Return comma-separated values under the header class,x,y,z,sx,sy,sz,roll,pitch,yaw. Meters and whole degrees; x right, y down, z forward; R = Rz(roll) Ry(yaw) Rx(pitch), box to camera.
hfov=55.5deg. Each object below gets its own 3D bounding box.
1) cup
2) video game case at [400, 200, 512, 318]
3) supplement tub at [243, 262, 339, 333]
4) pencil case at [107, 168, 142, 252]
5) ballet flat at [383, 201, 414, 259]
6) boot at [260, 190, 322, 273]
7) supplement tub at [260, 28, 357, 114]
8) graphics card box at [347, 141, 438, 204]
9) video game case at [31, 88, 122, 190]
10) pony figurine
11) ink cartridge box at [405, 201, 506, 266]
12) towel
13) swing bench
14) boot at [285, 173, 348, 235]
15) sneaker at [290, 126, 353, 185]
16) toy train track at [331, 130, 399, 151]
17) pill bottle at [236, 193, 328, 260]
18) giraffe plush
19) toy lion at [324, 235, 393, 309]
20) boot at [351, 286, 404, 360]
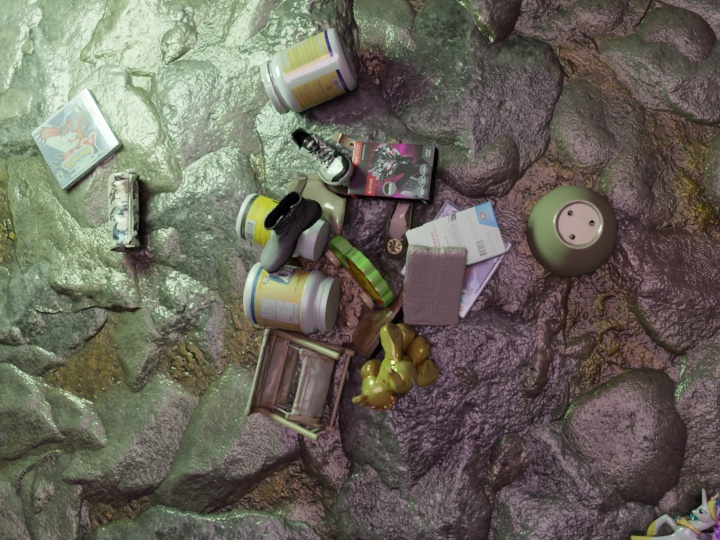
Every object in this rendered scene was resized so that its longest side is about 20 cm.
class,x,y,z,sx,sy,sz,roll,pitch,yaw
cup,0.457,-0.091,1.460,0.196,0.143,0.205,-1,87,12
video game case,0.216,-0.026,1.561,0.181,0.023,0.202,35,94,11
supplement tub,-0.157,0.064,1.582,0.196,0.145,0.148,8,89,12
pencil case,-0.590,-0.149,1.716,0.088,0.077,0.205,-4,86,37
ballet flat,0.095,-0.128,1.586,0.066,0.046,0.204,15,90,11
boot,-0.177,-0.086,1.479,0.070,0.131,0.201,39,100,19
supplement tub,-0.120,-0.460,1.598,0.196,0.145,0.148,-19,84,10
graphics card box,0.074,-0.221,1.551,0.196,0.051,0.128,7,84,17
video game case,-0.743,-0.343,1.787,0.198,0.023,0.184,-35,81,9
pony figurine,0.688,0.569,1.390,0.199,0.166,0.195,-40,72,23
ink cartridge box,0.211,-0.062,1.510,0.196,0.068,0.118,-18,86,11
towel,0.159,0.033,1.482,0.129,0.035,0.203,2,123,-2
swing bench,-0.142,0.257,1.582,0.196,0.129,0.203,16,91,18
boot,-0.103,-0.156,1.574,0.143,0.202,0.071,9,125,-5
sneaker,-0.096,-0.265,1.574,0.076,0.087,0.199,-52,50,1
toy train track,0.017,-0.279,1.617,0.198,0.032,0.116,29,93,13
pill bottle,-0.181,-0.099,1.610,0.196,0.114,0.117,19,91,11
giraffe plush,0.066,0.237,1.525,0.171,0.203,0.162,32,128,-27
toy lion,0.000,0.000,1.523,0.068,0.192,0.201,-39,79,-8
boot,0.051,0.105,1.574,0.075,0.073,0.201,40,102,21
